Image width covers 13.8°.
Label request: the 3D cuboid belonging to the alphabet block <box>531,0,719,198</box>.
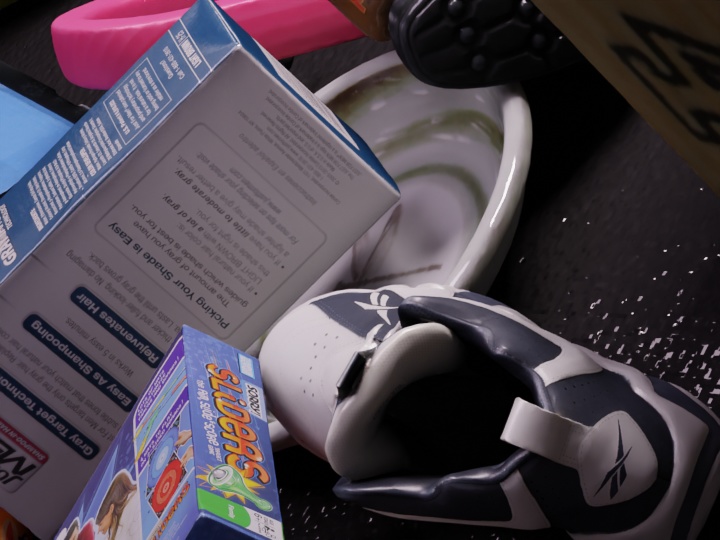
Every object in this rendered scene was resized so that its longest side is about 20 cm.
[{"bbox_3d":[0.174,-0.137,0.981,0.196,0.200,0.196,-55,31,-11],"label":"alphabet block"}]

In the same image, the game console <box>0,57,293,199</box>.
[{"bbox_3d":[-0.159,-0.072,1.327,0.176,0.117,0.200,-34,0,37],"label":"game console"}]

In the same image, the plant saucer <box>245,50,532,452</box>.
[{"bbox_3d":[0.000,0.000,1.194,0.200,0.050,0.201,-33,34,26],"label":"plant saucer"}]

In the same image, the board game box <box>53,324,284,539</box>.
[{"bbox_3d":[-0.094,0.134,1.055,0.200,0.034,0.136,-58,19,21],"label":"board game box"}]

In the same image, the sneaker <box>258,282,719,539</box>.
[{"bbox_3d":[0.014,0.039,1.010,0.199,0.129,0.080,25,91,41],"label":"sneaker"}]

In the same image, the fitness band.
[{"bbox_3d":[-0.041,-0.128,1.330,0.199,0.038,0.144,-15,19,-1],"label":"fitness band"}]

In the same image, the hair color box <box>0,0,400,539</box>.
[{"bbox_3d":[-0.092,0.000,1.164,0.200,0.100,0.061,-44,30,6],"label":"hair color box"}]

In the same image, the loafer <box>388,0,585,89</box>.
[{"bbox_3d":[0.093,-0.135,1.178,0.200,0.068,0.070,-33,27,-15],"label":"loafer"}]

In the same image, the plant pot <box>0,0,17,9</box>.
[{"bbox_3d":[-0.234,-0.252,1.649,0.199,0.181,0.201,-23,38,35],"label":"plant pot"}]

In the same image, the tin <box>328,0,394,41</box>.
[{"bbox_3d":[0.056,-0.162,1.227,0.200,0.042,0.112,-39,-14,-44],"label":"tin"}]

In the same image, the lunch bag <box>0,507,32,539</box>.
[{"bbox_3d":[-0.228,0.056,1.295,0.082,0.176,0.200,-38,32,17],"label":"lunch bag"}]
